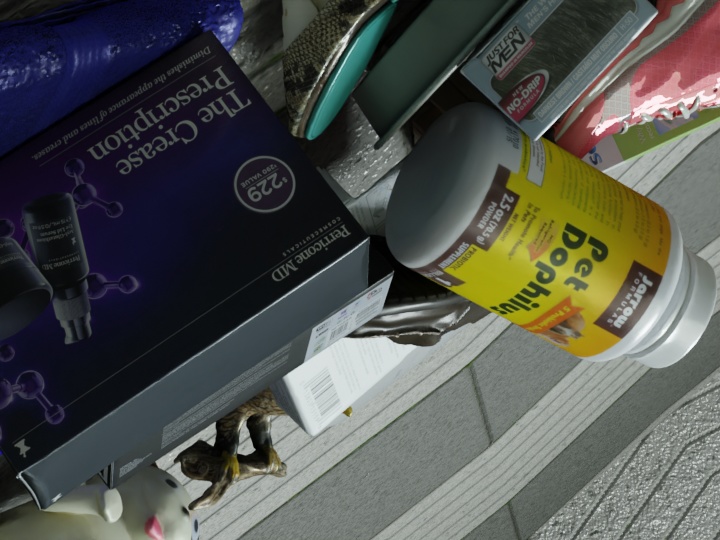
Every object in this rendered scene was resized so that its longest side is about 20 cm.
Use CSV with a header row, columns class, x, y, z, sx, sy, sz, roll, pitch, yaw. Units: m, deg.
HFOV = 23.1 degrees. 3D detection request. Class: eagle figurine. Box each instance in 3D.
class,x,y,z,sx,sy,sz,roll,pitch,yaw
eagle figurine,-0.068,0.065,1.312,0.152,0.150,0.201,-127,-133,-70

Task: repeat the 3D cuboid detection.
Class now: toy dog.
class,x,y,z,sx,sy,sz,roll,pitch,yaw
toy dog,-0.207,0.213,1.273,0.199,0.140,0.194,-22,169,-25

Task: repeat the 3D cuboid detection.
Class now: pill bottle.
class,x,y,z,sx,sy,sz,roll,pitch,yaw
pill bottle,0.122,-0.014,1.092,0.199,0.110,0.109,27,119,-22

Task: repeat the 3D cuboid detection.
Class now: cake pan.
class,x,y,z,sx,sy,sz,roll,pitch,yaw
cake pan,0.065,-0.158,1.075,0.200,0.037,0.200,-48,-178,3

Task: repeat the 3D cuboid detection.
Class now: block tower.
class,x,y,z,sx,sy,sz,roll,pitch,yaw
block tower,0.075,-0.092,1.255,0.054,0.058,0.200,-44,172,-2

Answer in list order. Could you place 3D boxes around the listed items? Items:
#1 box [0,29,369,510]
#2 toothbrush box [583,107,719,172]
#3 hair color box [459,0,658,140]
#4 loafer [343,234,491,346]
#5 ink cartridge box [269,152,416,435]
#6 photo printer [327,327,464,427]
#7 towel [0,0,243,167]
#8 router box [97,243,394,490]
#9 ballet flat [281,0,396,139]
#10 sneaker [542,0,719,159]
class,x,y,z,sx,sy,sz,roll,pitch,yaw
box,-0.115,-0.001,0.866,0.200,0.141,0.079,-35,166,-13
toothbrush box,0.241,-0.147,1.246,0.199,0.086,0.145,-26,180,30
hair color box,0.116,-0.140,1.057,0.099,0.061,0.200,-47,-178,10
loafer,0.034,0.022,1.136,0.199,0.073,0.072,-7,129,-47
ink cartridge box,0.000,0.000,1.182,0.173,0.044,0.200,-40,148,-15
photo printer,0.018,0.053,1.466,0.200,0.070,0.166,-36,171,-16
towel,-0.162,-0.083,0.883,0.200,0.050,0.148,-23,160,-45
router box,-0.106,0.005,1.005,0.200,0.157,0.052,-33,160,-26
ballet flat,0.000,-0.162,0.978,0.200,0.075,0.068,-49,177,37
sneaker,0.196,-0.123,1.124,0.200,0.087,0.074,-46,-176,2
